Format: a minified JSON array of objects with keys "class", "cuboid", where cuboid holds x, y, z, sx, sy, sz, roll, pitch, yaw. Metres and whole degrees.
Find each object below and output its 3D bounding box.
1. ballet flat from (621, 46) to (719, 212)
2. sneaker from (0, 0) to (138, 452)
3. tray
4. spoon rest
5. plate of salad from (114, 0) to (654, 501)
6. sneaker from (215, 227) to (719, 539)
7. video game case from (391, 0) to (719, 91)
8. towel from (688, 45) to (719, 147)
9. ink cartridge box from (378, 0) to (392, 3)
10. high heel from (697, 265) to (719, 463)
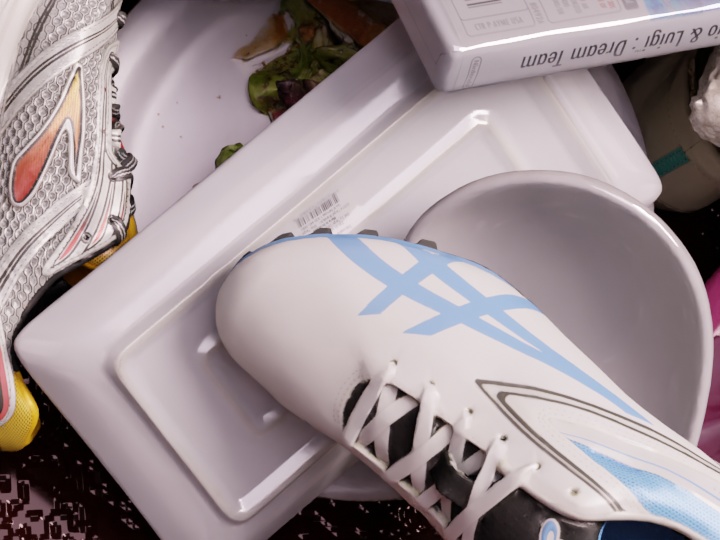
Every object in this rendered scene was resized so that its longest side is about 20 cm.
[{"class":"ballet flat","cuboid":[0.161,-0.101,0.941,0.069,0.069,0.200,38,69,-2]},{"class":"sneaker","cuboid":[-0.100,-0.035,0.849,0.082,0.078,0.201,23,81,-2]},{"class":"tray","cuboid":[0.000,0.000,0.831,0.200,0.022,0.108,-40,113,-9]},{"class":"spoon rest","cuboid":[0.073,0.060,0.823,0.061,0.099,0.201,-65,139,-57]},{"class":"plate of salad","cuboid":[0.002,-0.025,0.880,0.199,0.048,0.201,2,78,-8]},{"class":"sneaker","cuboid":[0.041,0.055,0.770,0.199,0.072,0.072,33,30,8]},{"class":"video game case","cuboid":[0.069,-0.150,0.855,0.181,0.024,0.201,-11,56,-22]},{"class":"towel","cuboid":[0.195,-0.098,0.897,0.132,0.035,0.201,26,64,-3]},{"class":"ink cartridge box","cuboid":[-0.007,-0.163,0.876,0.199,0.047,0.161,8,51,-27]},{"class":"high heel","cuboid":[0.144,-0.001,0.927,0.068,0.096,0.200,50,47,-13]}]
